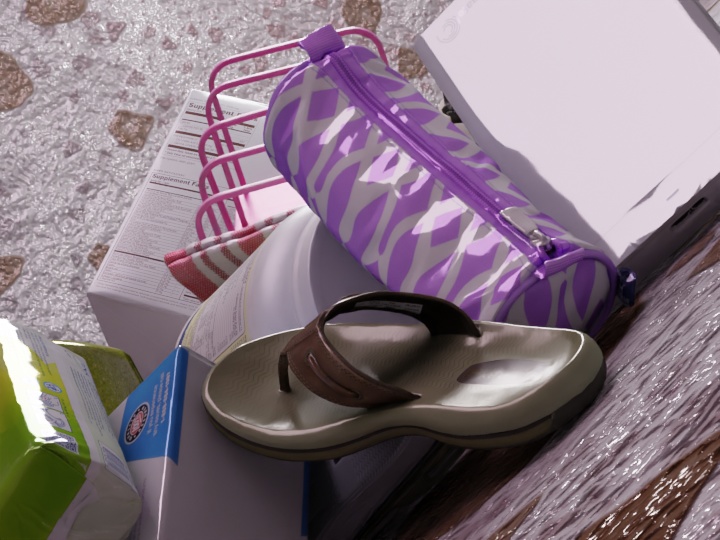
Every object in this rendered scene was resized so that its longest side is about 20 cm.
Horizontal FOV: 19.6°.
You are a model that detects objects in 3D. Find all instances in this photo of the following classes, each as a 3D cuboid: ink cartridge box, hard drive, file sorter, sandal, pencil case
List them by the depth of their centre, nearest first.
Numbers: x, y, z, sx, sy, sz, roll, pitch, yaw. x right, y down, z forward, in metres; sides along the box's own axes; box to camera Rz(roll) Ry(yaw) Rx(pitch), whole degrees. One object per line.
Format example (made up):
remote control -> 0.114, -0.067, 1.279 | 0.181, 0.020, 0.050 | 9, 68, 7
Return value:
sandal -> 0.014, 0.035, 0.891 | 0.200, 0.058, 0.080 | -6, 36, 38
ink cartridge box -> -0.115, 0.156, 0.973 | 0.200, 0.084, 0.145 | -43, 29, 31
pencil case -> 0.034, -0.029, 0.989 | 0.084, 0.200, 0.086 | -34, -37, -19
hard drive -> 0.118, -0.093, 1.045 | 0.132, 0.200, 0.026 | -43, -40, 16
file sorter -> -0.034, -0.060, 1.401 | 0.138, 0.126, 0.200 | -13, 33, 7

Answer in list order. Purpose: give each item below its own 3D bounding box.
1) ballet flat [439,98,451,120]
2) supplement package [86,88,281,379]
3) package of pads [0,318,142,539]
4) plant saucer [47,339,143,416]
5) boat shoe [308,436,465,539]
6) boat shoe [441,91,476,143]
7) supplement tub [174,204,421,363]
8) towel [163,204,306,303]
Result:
ballet flat -> 0.052, -0.070, 1.224 | 0.199, 0.070, 0.069 | -29, 9, 33
supplement package -> -0.087, 0.007, 1.603 | 0.192, 0.146, 0.201 | 77, -149, -54
package of pads -> -0.183, 0.135, 0.944 | 0.201, 0.068, 0.155 | -55, 27, 9
plant saucer -> -0.118, 0.118, 1.165 | 0.048, 0.201, 0.200 | -30, 0, -6
boat shoe -> -0.004, 0.106, 1.014 | 0.062, 0.072, 0.200 | 3, -32, -36
boat shoe -> 0.136, -0.103, 1.107 | 0.200, 0.061, 0.072 | -6, -6, 23
supplement tub -> -0.011, 0.043, 1.141 | 0.145, 0.145, 0.200 | -44, 2, -33
towel -> 0.000, 0.000, 1.255 | 0.199, 0.146, 0.030 | -20, 49, 28
